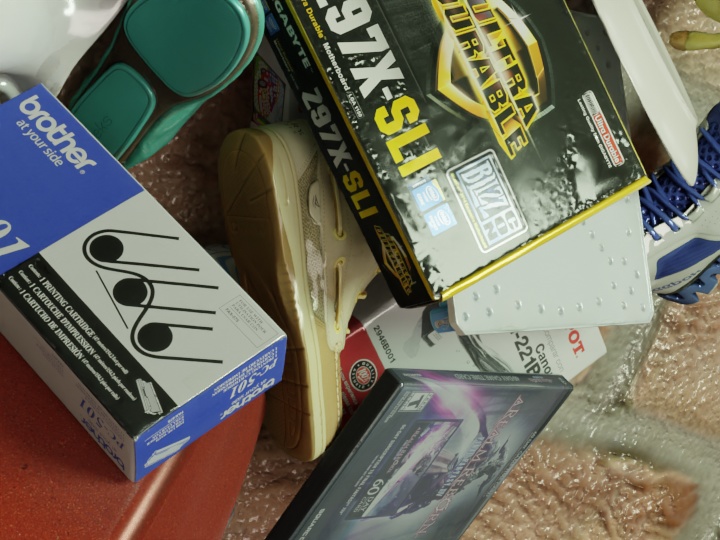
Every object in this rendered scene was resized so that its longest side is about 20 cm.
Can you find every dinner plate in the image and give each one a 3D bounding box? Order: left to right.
[{"bbox_3d":[0.172,-0.147,0.987,0.024,0.201,0.200,-27,127,15],"label":"dinner plate"}]

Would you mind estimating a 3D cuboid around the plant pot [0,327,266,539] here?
[{"bbox_3d":[-0.156,0.085,0.849,0.177,0.199,0.200,-53,164,-22],"label":"plant pot"}]

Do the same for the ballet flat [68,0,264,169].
[{"bbox_3d":[-0.098,-0.119,0.847,0.067,0.200,0.070,47,51,-7],"label":"ballet flat"}]

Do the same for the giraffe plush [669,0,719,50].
[{"bbox_3d":[0.266,-0.253,1.037,0.200,0.172,0.162,53,57,-25],"label":"giraffe plush"}]

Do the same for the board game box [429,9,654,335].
[{"bbox_3d":[0.102,-0.063,0.956,0.199,0.026,0.201,-1,82,-47],"label":"board game box"}]

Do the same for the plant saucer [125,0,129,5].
[{"bbox_3d":[-0.059,-0.217,0.912,0.199,0.029,0.201,-12,114,-28],"label":"plant saucer"}]

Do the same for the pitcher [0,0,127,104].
[{"bbox_3d":[-0.236,-0.122,0.794,0.199,0.121,0.172,5,119,-45],"label":"pitcher"}]

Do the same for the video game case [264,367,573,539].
[{"bbox_3d":[0.041,0.121,0.989,0.200,0.019,0.143,7,123,-52],"label":"video game case"}]

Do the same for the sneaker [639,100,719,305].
[{"bbox_3d":[0.220,-0.043,1.087,0.115,0.081,0.200,-7,142,-32],"label":"sneaker"}]

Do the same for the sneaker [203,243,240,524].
[{"bbox_3d":[-0.088,0.079,0.990,0.072,0.072,0.201,-15,120,-36],"label":"sneaker"}]

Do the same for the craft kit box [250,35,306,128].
[{"bbox_3d":[0.025,-0.185,0.931,0.199,0.048,0.198,-23,135,-31],"label":"craft kit box"}]

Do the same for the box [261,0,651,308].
[{"bbox_3d":[0.049,-0.102,0.857,0.159,0.049,0.201,-28,94,-25],"label":"box"}]

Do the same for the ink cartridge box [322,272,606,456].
[{"bbox_3d":[0.051,0.043,1.051,0.200,0.084,0.145,-36,124,-15],"label":"ink cartridge box"}]

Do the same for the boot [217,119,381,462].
[{"bbox_3d":[0.000,0.000,0.934,0.155,0.073,0.201,-19,108,-37],"label":"boot"}]

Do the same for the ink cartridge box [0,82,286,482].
[{"bbox_3d":[-0.136,0.001,0.775,0.094,0.200,0.044,-33,155,-27],"label":"ink cartridge box"}]
